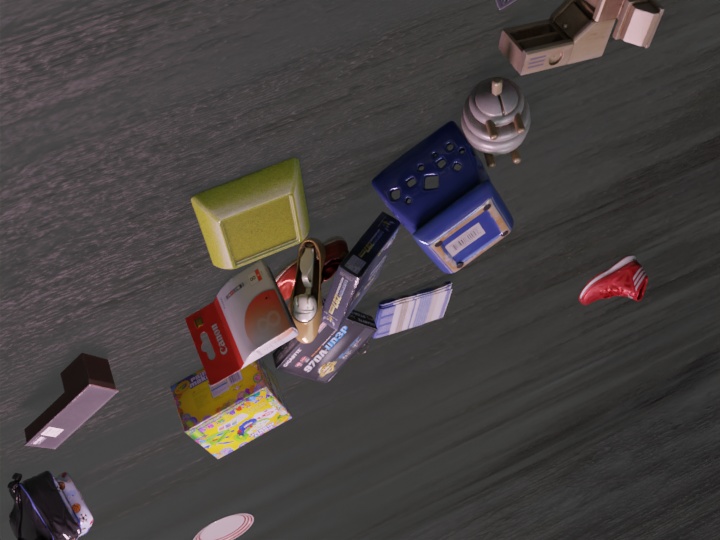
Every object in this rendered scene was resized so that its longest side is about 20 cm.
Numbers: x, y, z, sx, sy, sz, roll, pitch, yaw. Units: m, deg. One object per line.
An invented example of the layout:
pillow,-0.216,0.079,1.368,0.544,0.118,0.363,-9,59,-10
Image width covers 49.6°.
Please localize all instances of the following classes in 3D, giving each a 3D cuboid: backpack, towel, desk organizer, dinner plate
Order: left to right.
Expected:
backpack,-0.697,0.557,1.736,0.153,0.201,0.191,-11,149,-48
desk organizer,-0.567,0.254,1.511,0.199,0.078,0.071,-41,145,16
dinner plate,-0.423,0.792,2.389,0.197,0.024,0.202,-20,146,-14
towel,0.125,0.095,1.883,0.197,0.024,0.148,-16,147,-17

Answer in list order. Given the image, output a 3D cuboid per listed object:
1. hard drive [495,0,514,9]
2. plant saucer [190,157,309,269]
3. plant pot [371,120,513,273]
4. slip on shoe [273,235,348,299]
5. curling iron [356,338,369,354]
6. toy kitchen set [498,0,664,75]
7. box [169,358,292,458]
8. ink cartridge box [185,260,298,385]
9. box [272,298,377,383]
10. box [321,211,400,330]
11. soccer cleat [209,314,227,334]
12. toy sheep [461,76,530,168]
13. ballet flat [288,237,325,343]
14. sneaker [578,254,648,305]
hard drive,0.270,-0.503,1.177,0.199,0.043,0.135,-35,146,8
plant saucer,-0.181,-0.085,1.383,0.197,0.048,0.201,-23,146,-12
plant pot,0.168,-0.123,1.480,0.199,0.181,0.200,-35,148,9
slip on shoe,-0.105,0.009,1.557,0.198,0.062,0.074,-34,149,8
curling iron,-0.067,0.203,1.874,0.197,0.026,0.050,-16,142,-20
toy kitchen set,0.357,-0.411,1.256,0.178,0.164,0.202,-17,145,-18
box,-0.285,0.296,1.742,0.198,0.123,0.194,-28,147,-3
ink cartridge box,-0.235,0.097,1.481,0.198,0.164,0.050,-29,153,1
box,-0.081,0.163,1.772,0.158,0.046,0.200,23,121,-40
box,0.000,0.000,1.537,0.200,0.051,0.159,-51,169,-46
soccer cleat,-0.234,0.115,1.609,0.199,0.076,0.068,12,101,-66
toy sheep,0.241,-0.270,1.383,0.136,0.139,0.201,-23,155,-9
ballet flat,-0.106,0.035,1.485,0.067,0.204,0.063,1,170,9
sneaker,0.720,0.057,2.203,0.200,0.116,0.078,-43,145,20
